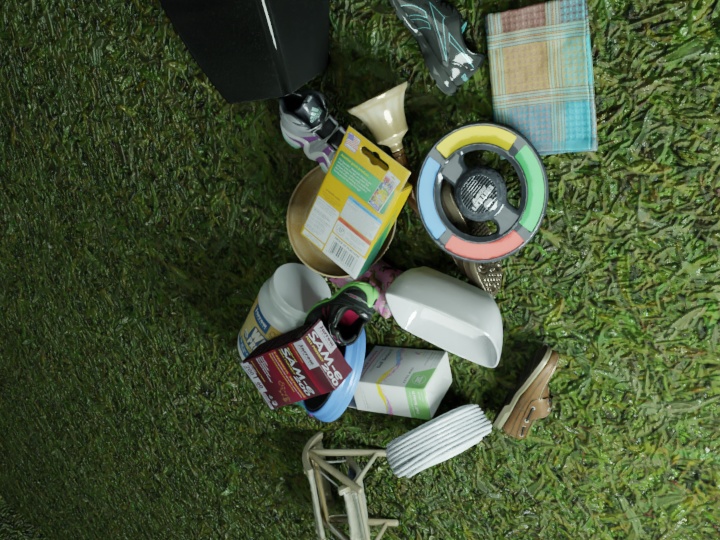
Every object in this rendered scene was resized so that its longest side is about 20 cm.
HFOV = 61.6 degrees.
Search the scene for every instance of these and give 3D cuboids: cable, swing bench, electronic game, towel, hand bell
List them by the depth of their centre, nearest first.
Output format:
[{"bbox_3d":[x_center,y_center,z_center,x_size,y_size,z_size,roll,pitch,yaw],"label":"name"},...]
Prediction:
[{"bbox_3d":[0.249,-0.261,0.839,0.143,0.022,0.206,1,112,32],"label":"towel"},{"bbox_3d":[0.176,-0.113,0.887,0.193,0.042,0.207,4,102,17],"label":"electronic game"},{"bbox_3d":[0.064,-0.179,0.953,0.102,0.104,0.205,-14,108,36],"label":"hand bell"},{"bbox_3d":[0.138,0.299,1.070,0.197,0.199,0.071,-33,71,20],"label":"cable"},{"bbox_3d":[-0.036,0.489,1.313,0.195,0.129,0.205,4,115,31],"label":"swing bench"}]

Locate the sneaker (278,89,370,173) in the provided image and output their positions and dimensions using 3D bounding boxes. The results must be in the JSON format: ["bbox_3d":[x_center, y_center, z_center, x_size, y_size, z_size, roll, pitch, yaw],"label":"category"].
[{"bbox_3d":[-0.062,-0.231,0.982,0.196,0.079,0.141,30,162,17],"label":"sneaker"}]

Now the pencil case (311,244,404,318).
[{"bbox_3d":[0.000,0.000,1.086,0.198,0.082,0.088,36,127,14],"label":"pencil case"}]

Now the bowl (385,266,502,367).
[{"bbox_3d":[0.147,0.070,0.987,0.196,0.076,0.201,24,164,21],"label":"bowl"}]

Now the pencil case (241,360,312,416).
[{"bbox_3d":[-0.155,0.227,1.293,0.197,0.085,0.094,30,126,16],"label":"pencil case"}]

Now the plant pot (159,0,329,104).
[{"bbox_3d":[-0.156,-0.377,0.947,0.194,0.201,0.182,2,124,31],"label":"plant pot"}]

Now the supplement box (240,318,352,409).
[{"bbox_3d":[-0.117,0.169,1.065,0.198,0.061,0.110,-26,101,43],"label":"supplement box"}]

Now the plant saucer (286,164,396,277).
[{"bbox_3d":[-0.031,-0.088,1.045,0.193,0.035,0.208,-2,82,11],"label":"plant saucer"}]

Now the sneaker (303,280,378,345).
[{"bbox_3d":[-0.044,0.093,1.047,0.075,0.086,0.200,25,136,-21],"label":"sneaker"}]

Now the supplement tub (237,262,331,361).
[{"bbox_3d":[-0.150,0.100,1.191,0.144,0.144,0.202,40,128,9],"label":"supplement tub"}]

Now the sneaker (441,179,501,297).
[{"bbox_3d":[0.166,-0.050,0.977,0.075,0.069,0.206,-12,100,53],"label":"sneaker"}]

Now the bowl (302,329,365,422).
[{"bbox_3d":[-0.056,0.179,1.143,0.038,0.205,0.201,21,133,-23],"label":"bowl"}]

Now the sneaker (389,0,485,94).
[{"bbox_3d":[0.104,-0.360,0.865,0.078,0.076,0.203,-28,103,27],"label":"sneaker"}]

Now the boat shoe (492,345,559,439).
[{"bbox_3d":[0.291,0.206,1.010,0.067,0.072,0.203,29,134,12],"label":"boat shoe"}]

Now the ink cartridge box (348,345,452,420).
[{"bbox_3d":[0.058,0.202,1.120,0.195,0.117,0.069,-1,117,32],"label":"ink cartridge box"}]

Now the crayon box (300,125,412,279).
[{"bbox_3d":[-0.003,-0.107,0.952,0.125,0.051,0.203,38,121,15],"label":"crayon box"}]
